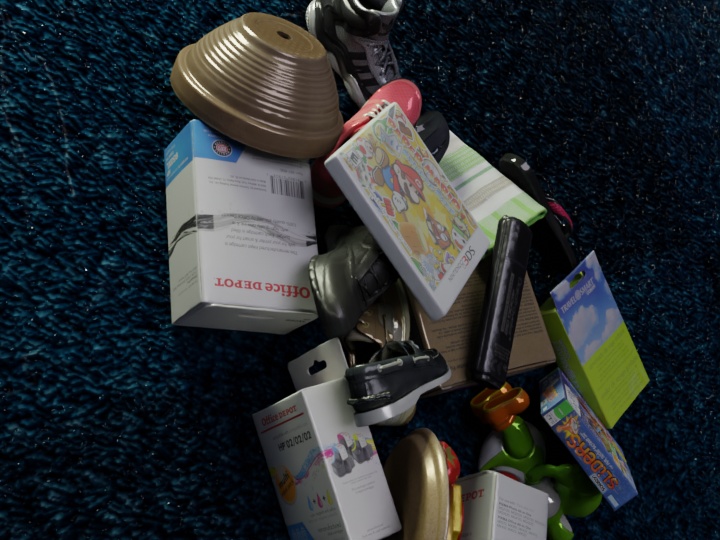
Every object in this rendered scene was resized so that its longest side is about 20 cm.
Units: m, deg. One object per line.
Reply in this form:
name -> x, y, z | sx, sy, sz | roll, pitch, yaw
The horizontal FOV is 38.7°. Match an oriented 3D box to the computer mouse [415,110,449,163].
computer mouse -> 0.075, -0.125, 1.214 | 0.201, 0.033, 0.059 | -68, 155, -45

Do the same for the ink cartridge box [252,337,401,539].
ink cartridge box -> -0.043, 0.182, 1.039 | 0.067, 0.115, 0.203 | -11, 77, -37

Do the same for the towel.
towel -> 0.123, -0.110, 1.278 | 0.200, 0.031, 0.149 | 41, 48, 19

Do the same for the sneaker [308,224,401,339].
sneaker -> 0.000, 0.000, 1.071 | 0.201, 0.089, 0.077 | -75, 153, -59

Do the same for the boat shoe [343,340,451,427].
boat shoe -> 0.041, 0.101, 1.045 | 0.200, 0.075, 0.061 | -25, 98, -71

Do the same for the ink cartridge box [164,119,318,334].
ink cartridge box -> -0.126, -0.042, 1.090 | 0.143, 0.084, 0.203 | 7, 67, -33

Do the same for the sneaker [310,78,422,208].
sneaker -> 0.015, -0.156, 1.205 | 0.074, 0.087, 0.201 | 41, 69, -2

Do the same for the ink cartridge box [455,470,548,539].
ink cartridge box -> 0.119, 0.329, 1.076 | 0.083, 0.145, 0.203 | 24, 59, -24

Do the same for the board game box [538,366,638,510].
board game box -> 0.267, 0.194, 1.222 | 0.136, 0.034, 0.200 | 53, 10, 3

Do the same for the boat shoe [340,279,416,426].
boat shoe -> 0.013, 0.074, 1.150 | 0.066, 0.074, 0.203 | 1, 71, -40

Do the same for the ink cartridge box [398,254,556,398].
ink cartridge box -> 0.124, 0.055, 1.236 | 0.198, 0.075, 0.167 | -7, 76, -38

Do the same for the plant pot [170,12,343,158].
plant pot -> -0.100, -0.216, 1.116 | 0.198, 0.094, 0.202 | 20, 29, -12

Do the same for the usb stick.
usb stick -> 0.164, 0.035, 1.184 | 0.055, 0.032, 0.203 | 31, 65, -44

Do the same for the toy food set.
toy food set -> 0.056, 0.261, 1.030 | 0.048, 0.200, 0.201 | 11, 61, -15

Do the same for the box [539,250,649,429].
box -> 0.302, 0.092, 1.345 | 0.122, 0.047, 0.202 | -37, 106, -39

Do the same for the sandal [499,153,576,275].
sandal -> 0.245, -0.076, 1.345 | 0.045, 0.075, 0.201 | -39, 119, -18

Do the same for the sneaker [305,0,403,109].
sneaker -> 0.022, -0.274, 1.271 | 0.201, 0.113, 0.075 | 52, 52, -7

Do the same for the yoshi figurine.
yoshi figurine -> 0.219, 0.224, 1.218 | 0.112, 0.111, 0.202 | -39, 103, -49

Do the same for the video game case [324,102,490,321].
video game case -> 0.058, -0.070, 1.111 | 0.201, 0.023, 0.182 | 54, 33, -9
